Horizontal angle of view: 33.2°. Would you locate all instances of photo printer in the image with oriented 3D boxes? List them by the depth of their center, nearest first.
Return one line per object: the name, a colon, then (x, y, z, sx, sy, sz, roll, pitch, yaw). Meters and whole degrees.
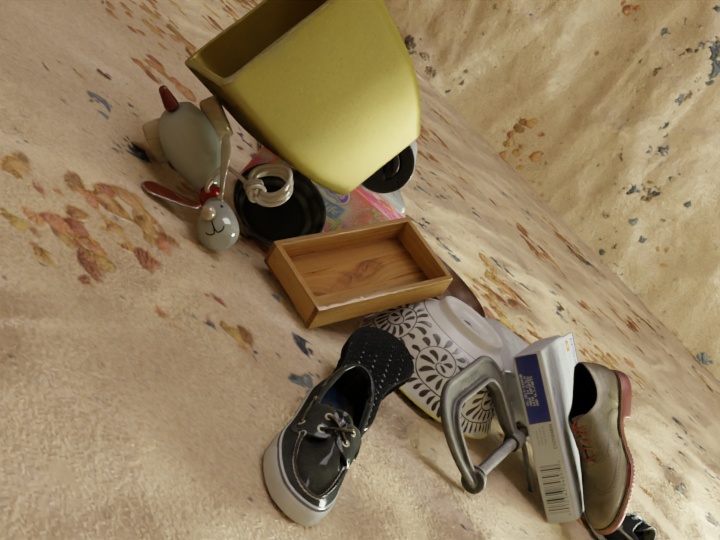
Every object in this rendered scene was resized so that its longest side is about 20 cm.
photo printer: (0.215, 0.153, 1.583, 0.200, 0.069, 0.166, 38, 18, -19)

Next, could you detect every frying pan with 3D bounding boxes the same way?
frying pan: (-0.089, -0.103, 1.424, 0.115, 0.031, 0.190, 22, 53, -13)

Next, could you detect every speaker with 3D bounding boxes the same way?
speaker: (0.034, -0.151, 1.573, 0.081, 0.081, 0.200, 42, 10, -5)

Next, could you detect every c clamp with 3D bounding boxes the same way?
c clamp: (0.141, 0.180, 1.302, 0.200, 0.027, 0.171, -12, 90, -61)

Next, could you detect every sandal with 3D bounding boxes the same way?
sandal: (-0.004, 0.113, 1.208, 0.075, 0.048, 0.200, 45, 28, 1)

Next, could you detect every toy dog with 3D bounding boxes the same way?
toy dog: (-0.175, -0.123, 1.277, 0.200, 0.132, 0.096, 43, -10, 36)

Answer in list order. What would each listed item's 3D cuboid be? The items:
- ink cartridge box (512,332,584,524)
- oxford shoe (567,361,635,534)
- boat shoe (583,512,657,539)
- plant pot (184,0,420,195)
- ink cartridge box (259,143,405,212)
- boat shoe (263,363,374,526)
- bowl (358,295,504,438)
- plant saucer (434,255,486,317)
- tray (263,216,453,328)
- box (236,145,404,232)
ink cartridge box: (0.238, 0.182, 1.442, 0.200, 0.041, 0.200, -8, 86, -70)
oxford shoe: (0.264, 0.200, 1.376, 0.075, 0.070, 0.200, 24, 54, -30)
boat shoe: (0.325, 0.324, 1.419, 0.076, 0.060, 0.200, 31, 19, -35)
plant pot: (-0.045, -0.200, 1.344, 0.200, 0.195, 0.194, 54, -6, -25)
ink cartridge box: (-0.042, -0.143, 1.705, 0.200, 0.083, 0.147, 37, 17, -22)
boat shoe: (-0.030, 0.137, 1.014, 0.069, 0.057, 0.200, 40, 22, -8)
bowl: (0.103, 0.092, 1.407, 0.201, 0.094, 0.201, 37, 15, -11)
plant saucer: (0.097, 0.014, 1.731, 0.200, 0.034, 0.200, 40, 16, -14)
tray: (0.000, 0.000, 1.353, 0.200, 0.037, 0.099, -12, 56, -40)
box: (-0.048, -0.091, 1.525, 0.200, 0.095, 0.103, 42, 13, -5)
